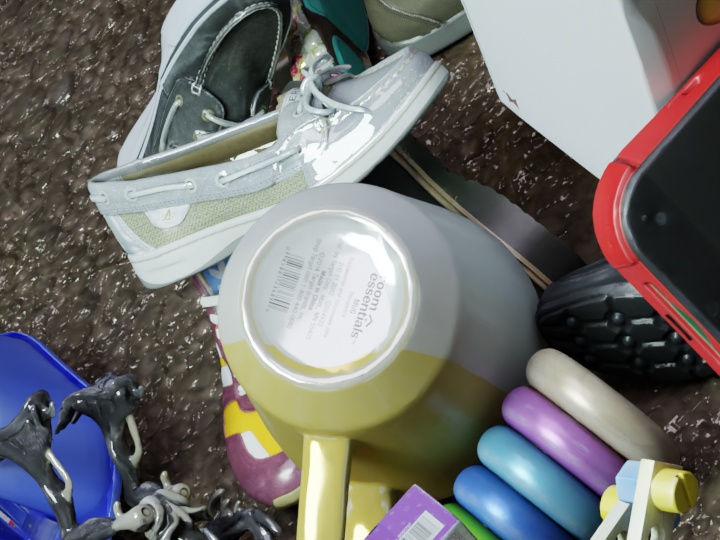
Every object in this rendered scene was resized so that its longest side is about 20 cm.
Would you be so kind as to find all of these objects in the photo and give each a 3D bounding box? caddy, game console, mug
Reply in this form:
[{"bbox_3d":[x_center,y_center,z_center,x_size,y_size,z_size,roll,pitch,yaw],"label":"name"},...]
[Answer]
[{"bbox_3d":[-0.201,0.109,1.552,0.200,0.105,0.142,36,103,50],"label":"caddy"},{"bbox_3d":[0.216,-0.018,1.258,0.177,0.200,0.031,-47,12,-9],"label":"game console"},{"bbox_3d":[0.010,0.042,1.352,0.149,0.153,0.187,-27,74,6],"label":"mug"}]

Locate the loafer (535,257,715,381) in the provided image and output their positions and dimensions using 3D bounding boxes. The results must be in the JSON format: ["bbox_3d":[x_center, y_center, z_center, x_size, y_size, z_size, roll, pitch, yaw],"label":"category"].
[{"bbox_3d":[0.179,0.004,1.364,0.200,0.068,0.071,-11,40,26],"label":"loafer"}]

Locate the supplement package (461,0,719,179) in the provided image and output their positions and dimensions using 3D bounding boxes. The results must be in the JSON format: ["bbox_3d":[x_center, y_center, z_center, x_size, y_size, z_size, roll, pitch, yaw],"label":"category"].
[{"bbox_3d":[0.158,-0.161,1.320,0.200,0.191,0.147,-41,53,-11],"label":"supplement package"}]

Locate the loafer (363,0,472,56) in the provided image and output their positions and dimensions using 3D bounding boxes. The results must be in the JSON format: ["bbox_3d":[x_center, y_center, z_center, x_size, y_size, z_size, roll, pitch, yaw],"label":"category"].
[{"bbox_3d":[0.082,-0.194,1.618,0.200,0.070,0.075,-35,39,8],"label":"loafer"}]

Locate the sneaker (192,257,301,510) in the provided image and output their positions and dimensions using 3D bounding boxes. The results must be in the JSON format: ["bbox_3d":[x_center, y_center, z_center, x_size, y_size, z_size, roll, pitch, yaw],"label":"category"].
[{"bbox_3d":[-0.054,0.032,1.507,0.075,0.090,0.200,-26,42,19],"label":"sneaker"}]

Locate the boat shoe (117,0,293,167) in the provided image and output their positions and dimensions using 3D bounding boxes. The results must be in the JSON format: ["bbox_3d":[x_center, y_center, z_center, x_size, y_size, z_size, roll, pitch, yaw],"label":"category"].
[{"bbox_3d":[-0.077,-0.089,1.610,0.071,0.072,0.200,65,147,32],"label":"boat shoe"}]

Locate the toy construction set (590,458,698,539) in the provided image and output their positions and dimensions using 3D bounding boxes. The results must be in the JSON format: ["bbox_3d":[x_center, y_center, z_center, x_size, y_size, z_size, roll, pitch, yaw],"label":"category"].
[{"bbox_3d":[0.099,0.186,1.208,0.200,0.131,0.092,-52,40,-12],"label":"toy construction set"}]

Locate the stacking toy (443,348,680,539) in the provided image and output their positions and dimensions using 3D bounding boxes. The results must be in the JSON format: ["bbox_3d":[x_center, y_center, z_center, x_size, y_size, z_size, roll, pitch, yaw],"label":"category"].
[{"bbox_3d":[0.058,0.137,1.340,0.200,0.085,0.085,-53,40,-2],"label":"stacking toy"}]

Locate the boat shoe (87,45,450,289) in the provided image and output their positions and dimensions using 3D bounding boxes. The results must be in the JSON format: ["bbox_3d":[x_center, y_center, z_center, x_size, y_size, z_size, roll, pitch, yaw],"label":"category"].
[{"bbox_3d":[-0.046,-0.060,1.439,0.202,0.065,0.074,-28,16,31],"label":"boat shoe"}]

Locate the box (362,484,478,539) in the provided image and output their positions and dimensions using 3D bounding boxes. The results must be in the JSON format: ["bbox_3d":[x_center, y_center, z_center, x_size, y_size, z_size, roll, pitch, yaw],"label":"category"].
[{"bbox_3d":[-0.001,0.208,1.266,0.200,0.137,0.039,-47,40,-6],"label":"box"}]

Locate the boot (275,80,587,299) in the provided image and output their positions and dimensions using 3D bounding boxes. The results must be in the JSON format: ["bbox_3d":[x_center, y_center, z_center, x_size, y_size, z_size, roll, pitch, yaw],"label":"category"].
[{"bbox_3d":[0.000,0.000,1.478,0.200,0.077,0.138,34,84,34],"label":"boot"}]

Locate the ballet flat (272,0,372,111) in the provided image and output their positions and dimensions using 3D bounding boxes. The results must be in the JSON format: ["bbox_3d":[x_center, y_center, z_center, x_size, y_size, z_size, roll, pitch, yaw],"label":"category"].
[{"bbox_3d":[-0.027,-0.112,1.634,0.064,0.076,0.200,-37,36,19],"label":"ballet flat"}]

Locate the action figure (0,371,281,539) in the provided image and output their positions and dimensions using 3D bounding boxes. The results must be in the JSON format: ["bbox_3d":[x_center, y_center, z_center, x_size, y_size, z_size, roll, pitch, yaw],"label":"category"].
[{"bbox_3d":[-0.095,0.146,1.428,0.119,0.102,0.200,-29,72,-36],"label":"action figure"}]
